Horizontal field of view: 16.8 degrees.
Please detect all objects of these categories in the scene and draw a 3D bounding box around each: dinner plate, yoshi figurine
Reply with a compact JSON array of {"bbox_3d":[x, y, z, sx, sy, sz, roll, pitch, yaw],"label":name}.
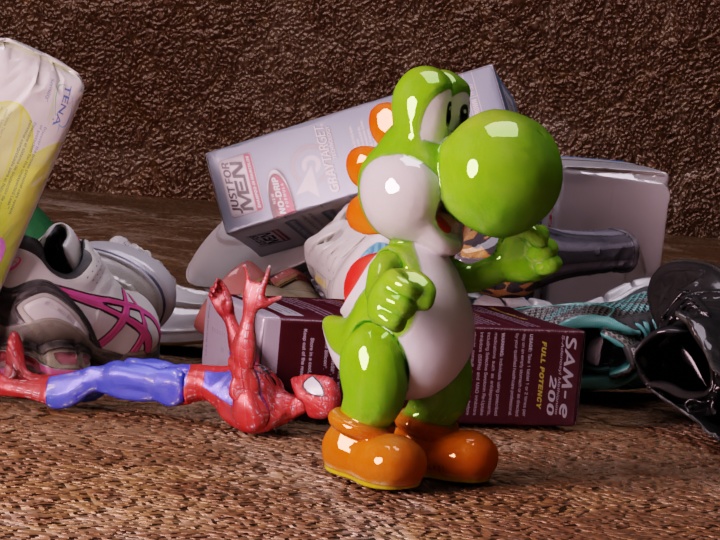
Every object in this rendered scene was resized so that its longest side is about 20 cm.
[{"bbox_3d":[-0.040,-0.046,1.765,0.200,0.024,0.200,-24,18,9],"label":"dinner plate"},{"bbox_3d":[0.046,0.004,1.169,0.112,0.200,0.112,5,4,-8],"label":"yoshi figurine"}]

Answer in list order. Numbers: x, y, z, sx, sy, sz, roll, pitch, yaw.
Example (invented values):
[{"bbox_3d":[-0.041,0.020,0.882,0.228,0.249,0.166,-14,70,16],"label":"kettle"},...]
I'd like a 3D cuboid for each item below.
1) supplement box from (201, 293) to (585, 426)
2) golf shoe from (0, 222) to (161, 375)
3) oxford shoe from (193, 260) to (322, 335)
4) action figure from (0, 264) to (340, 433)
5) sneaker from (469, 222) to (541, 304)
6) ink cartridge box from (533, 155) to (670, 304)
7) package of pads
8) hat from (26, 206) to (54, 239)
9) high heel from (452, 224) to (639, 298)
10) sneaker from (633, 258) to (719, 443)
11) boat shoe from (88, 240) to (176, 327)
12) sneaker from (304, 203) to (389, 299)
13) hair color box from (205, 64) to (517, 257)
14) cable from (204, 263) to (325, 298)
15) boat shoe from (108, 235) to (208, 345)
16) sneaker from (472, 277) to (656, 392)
[{"bbox_3d":[0.018,0.052,1.424,0.200,0.061,0.109,2,6,-20],"label":"supplement box"},{"bbox_3d":[-0.166,0.018,1.466,0.072,0.092,0.200,6,3,14],"label":"golf shoe"},{"bbox_3d":[-0.047,0.045,1.563,0.075,0.070,0.200,39,7,12],"label":"oxford shoe"},{"bbox_3d":[-0.104,0.035,1.315,0.200,0.099,0.065,9,6,15],"label":"action figure"},{"bbox_3d":[0.081,-0.009,1.711,0.080,0.147,0.200,6,3,14],"label":"sneaker"},{"bbox_3d":[0.170,-0.011,1.857,0.084,0.146,0.200,6,4,-4],"label":"ink cartridge box"},{"bbox_3d":[-0.242,-0.039,1.399,0.068,0.200,0.154,25,-5,-27],"label":"package of pads"},{"bbox_3d":[-0.268,-0.062,1.810,0.200,0.176,0.166,2,5,-33],"label":"hat"},{"bbox_3d":[0.061,-0.019,1.567,0.142,0.072,0.200,-4,7,-42],"label":"high heel"},{"bbox_3d":[0.204,0.045,1.471,0.104,0.060,0.200,14,24,-34],"label":"sneaker"},{"bbox_3d":[-0.221,0.019,1.593,0.200,0.071,0.070,6,20,18],"label":"boat shoe"},{"bbox_3d":[0.000,0.000,1.566,0.081,0.076,0.200,50,-5,6],"label":"sneaker"},{"bbox_3d":[0.008,-0.071,1.630,0.200,0.061,0.099,-17,-12,8],"label":"hair color box"},{"bbox_3d":[-0.025,-0.024,1.834,0.200,0.069,0.200,-34,19,-22],"label":"cable"},{"bbox_3d":[-0.164,0.012,1.652,0.200,0.069,0.071,4,4,10],"label":"boat shoe"},{"bbox_3d":[0.165,0.052,1.581,0.200,0.078,0.091,-7,13,-24],"label":"sneaker"}]
